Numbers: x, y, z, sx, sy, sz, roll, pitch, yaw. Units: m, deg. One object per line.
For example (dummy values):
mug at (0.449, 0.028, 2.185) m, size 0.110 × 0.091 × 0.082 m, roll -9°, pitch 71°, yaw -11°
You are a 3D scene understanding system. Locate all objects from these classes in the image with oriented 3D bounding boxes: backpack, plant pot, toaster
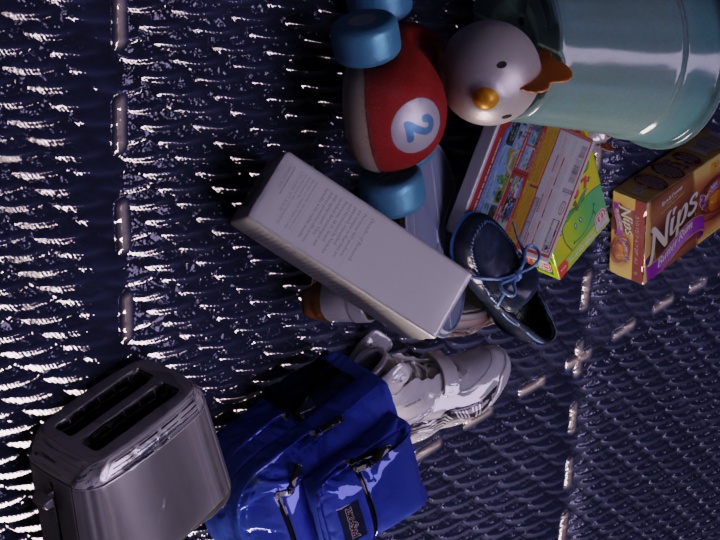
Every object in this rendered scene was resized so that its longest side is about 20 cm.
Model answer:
backpack at (-0.051, 0.197, 1.667) m, size 0.199 × 0.168 × 0.163 m, roll -30°, pitch 120°, yaw -23°
plant pot at (0.221, -0.219, 1.707) m, size 0.195 × 0.200 × 0.202 m, roll -2°, pitch 113°, yaw -33°
toaster at (-0.196, 0.169, 1.518) m, size 0.200 × 0.113 × 0.130 m, roll -35°, pitch 132°, yaw -32°

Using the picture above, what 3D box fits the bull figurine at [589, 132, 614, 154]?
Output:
bull figurine at (0.303, -0.219, 1.961) m, size 0.121 × 0.065 × 0.201 m, roll -11°, pitch 121°, yaw -52°

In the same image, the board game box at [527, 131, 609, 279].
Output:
board game box at (0.213, -0.096, 1.931) m, size 0.102 × 0.047 × 0.201 m, roll -47°, pitch 140°, yaw -23°

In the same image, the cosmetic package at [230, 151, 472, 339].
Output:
cosmetic package at (-0.010, -0.020, 1.562) m, size 0.199 × 0.101 × 0.072 m, roll 34°, pitch 81°, yaw -11°

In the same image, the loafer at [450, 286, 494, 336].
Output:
loafer at (0.110, 0.047, 1.871) m, size 0.199 × 0.072 × 0.063 m, roll -17°, pitch 130°, yaw -49°

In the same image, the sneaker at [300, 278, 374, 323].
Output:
sneaker at (0.000, 0.000, 1.718) m, size 0.200 × 0.084 × 0.073 m, roll -33°, pitch 115°, yaw -63°

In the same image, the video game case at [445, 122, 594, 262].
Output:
video game case at (0.169, -0.091, 1.820) m, size 0.200 × 0.017 × 0.144 m, roll 14°, pitch 98°, yaw -55°

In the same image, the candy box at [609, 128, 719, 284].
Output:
candy box at (0.386, -0.081, 2.150) m, size 0.200 × 0.056 × 0.117 m, roll -32°, pitch 133°, yaw -39°

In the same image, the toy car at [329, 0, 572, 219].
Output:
toy car at (0.090, -0.167, 1.571) m, size 0.177 × 0.198 × 0.185 m, roll -76°, pitch 158°, yaw -57°

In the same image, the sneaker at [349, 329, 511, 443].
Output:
sneaker at (0.062, 0.109, 1.803) m, size 0.199 × 0.075 × 0.115 m, roll -26°, pitch 132°, yaw -11°

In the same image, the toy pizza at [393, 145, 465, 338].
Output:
toy pizza at (0.066, -0.033, 1.740) m, size 0.200 × 0.031 × 0.202 m, roll -6°, pitch 90°, yaw -73°

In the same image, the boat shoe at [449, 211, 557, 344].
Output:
boat shoe at (0.156, 0.006, 1.782) m, size 0.084 × 0.068 × 0.200 m, roll -56°, pitch 142°, yaw -9°
